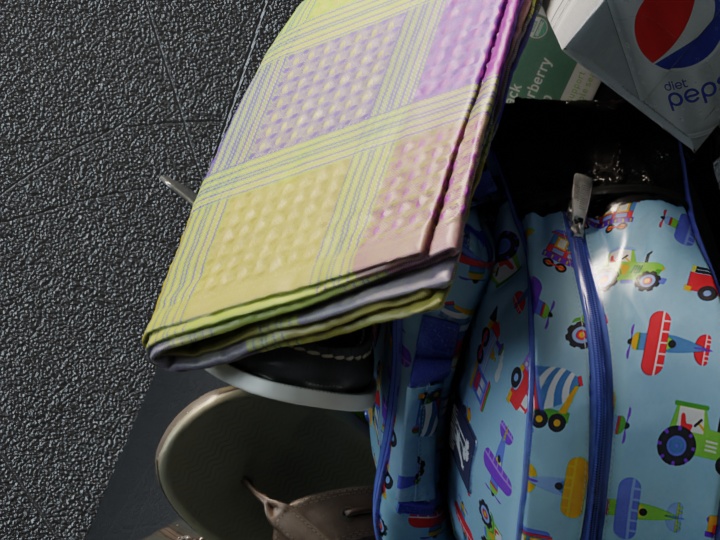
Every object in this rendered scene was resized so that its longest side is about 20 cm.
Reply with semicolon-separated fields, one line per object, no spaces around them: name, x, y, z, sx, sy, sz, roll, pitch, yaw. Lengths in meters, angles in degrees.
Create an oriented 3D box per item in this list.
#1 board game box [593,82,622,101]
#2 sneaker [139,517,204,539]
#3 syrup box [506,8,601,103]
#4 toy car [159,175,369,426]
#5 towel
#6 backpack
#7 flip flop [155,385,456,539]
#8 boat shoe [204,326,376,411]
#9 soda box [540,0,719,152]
board game box;0.130;-0.103;1.140;0.166;0.056;0.200;-62;11;20
sneaker;-0.034;0.136;1.069;0.199;0.075;0.106;-27;3;-26
syrup box;0.079;-0.140;1.100;0.200;0.081;0.079;-90;22;-65
toy car;0.000;0.000;1.036;0.200;0.164;0.159;37;107;38
towel;-0.001;-0.049;0.812;0.143;0.023;0.201;-18;39;35
backpack;0.074;0.050;0.814;0.201;0.133;0.184;-96;10;-56
flip flop;0.004;0.121;0.898;0.081;0.200;0.058;-47;3;1
boat shoe;-0.029;0.002;0.863;0.200;0.073;0.061;-113;39;-74
soda box;0.110;-0.114;0.840;0.068;0.063;0.200;-51;13;15
